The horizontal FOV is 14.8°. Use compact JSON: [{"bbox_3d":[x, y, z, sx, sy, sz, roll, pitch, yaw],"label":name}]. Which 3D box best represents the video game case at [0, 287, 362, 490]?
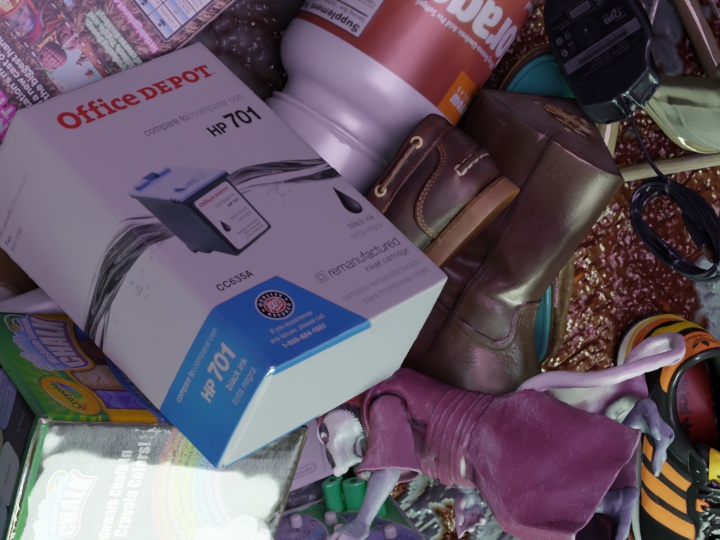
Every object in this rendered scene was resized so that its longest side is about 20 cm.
[{"bbox_3d":[-0.100,0.067,1.572,0.200,0.024,0.182,-21,123,-20],"label":"video game case"}]

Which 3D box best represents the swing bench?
[{"bbox_3d":[0.210,-0.125,1.593,0.130,0.199,0.200,-10,101,-16],"label":"swing bench"}]

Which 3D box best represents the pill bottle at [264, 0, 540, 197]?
[{"bbox_3d":[0.027,-0.139,1.579,0.112,0.112,0.200,35,86,-19],"label":"pill bottle"}]

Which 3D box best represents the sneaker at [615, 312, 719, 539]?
[{"bbox_3d":[0.207,0.128,1.682,0.070,0.090,0.200,-15,101,-15],"label":"sneaker"}]

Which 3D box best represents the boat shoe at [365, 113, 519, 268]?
[{"bbox_3d":[0.000,0.000,1.542,0.070,0.070,0.200,44,105,5],"label":"boat shoe"}]

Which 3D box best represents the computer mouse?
[{"bbox_3d":[0.156,-0.080,1.525,0.059,0.034,0.200,-30,70,23],"label":"computer mouse"}]

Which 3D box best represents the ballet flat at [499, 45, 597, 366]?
[{"bbox_3d":[0.104,-0.040,1.628,0.068,0.072,0.200,6,107,11],"label":"ballet flat"}]

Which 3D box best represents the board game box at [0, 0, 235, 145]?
[{"bbox_3d":[-0.181,-0.165,1.517,0.200,0.097,0.159,-41,107,-9],"label":"board game box"}]

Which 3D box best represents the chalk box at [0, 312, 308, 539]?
[{"bbox_3d":[-0.152,0.102,1.468,0.200,0.124,0.124,5,114,-29],"label":"chalk box"}]

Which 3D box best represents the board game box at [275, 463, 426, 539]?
[{"bbox_3d":[-0.047,0.188,1.551,0.200,0.200,0.026,-18,119,-14],"label":"board game box"}]

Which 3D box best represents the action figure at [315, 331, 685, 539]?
[{"bbox_3d":[0.059,0.088,1.492,0.200,0.134,0.149,16,104,16],"label":"action figure"}]

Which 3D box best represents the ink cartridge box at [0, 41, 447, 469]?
[{"bbox_3d":[-0.080,-0.012,1.451,0.200,0.086,0.146,45,42,17],"label":"ink cartridge box"}]

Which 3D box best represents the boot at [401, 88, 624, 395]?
[{"bbox_3d":[0.110,0.012,1.565,0.186,0.064,0.200,30,107,5],"label":"boot"}]

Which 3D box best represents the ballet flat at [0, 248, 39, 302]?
[{"bbox_3d":[-0.233,0.063,1.543,0.068,0.072,0.200,40,84,-15],"label":"ballet flat"}]
